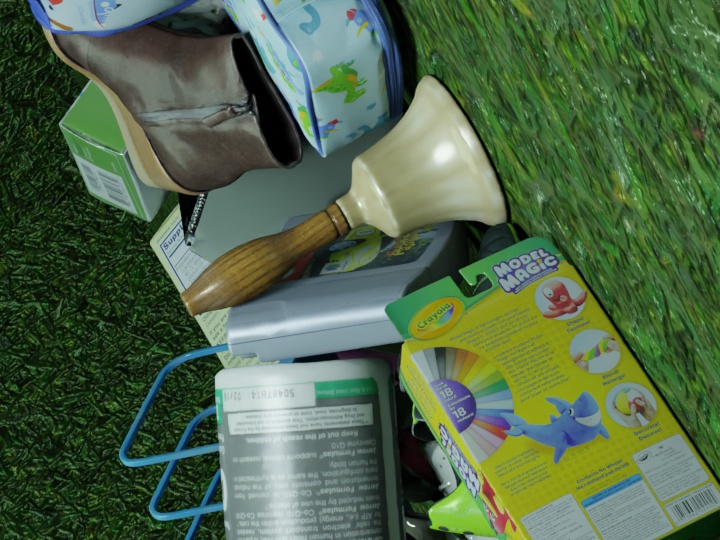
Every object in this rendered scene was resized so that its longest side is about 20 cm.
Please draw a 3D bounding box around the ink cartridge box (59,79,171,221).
[{"bbox_3d":[-0.137,-0.148,1.979,0.059,0.200,0.104,25,159,19],"label":"ink cartridge box"}]

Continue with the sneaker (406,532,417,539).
[{"bbox_3d":[0.037,0.239,1.687,0.200,0.083,0.072,42,159,32],"label":"sneaker"}]

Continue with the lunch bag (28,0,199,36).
[{"bbox_3d":[-0.120,-0.233,1.535,0.124,0.200,0.170,54,171,21],"label":"lunch bag"}]

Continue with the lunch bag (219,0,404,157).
[{"bbox_3d":[-0.046,-0.181,1.698,0.200,0.082,0.161,59,171,22],"label":"lunch bag"}]

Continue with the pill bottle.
[{"bbox_3d":[-0.028,0.156,1.647,0.113,0.113,0.201,155,111,-83],"label":"pill bottle"}]

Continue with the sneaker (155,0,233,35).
[{"bbox_3d":[-0.114,-0.202,1.833,0.085,0.073,0.201,-165,83,-70],"label":"sneaker"}]

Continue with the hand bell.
[{"bbox_3d":[-0.021,-0.028,1.630,0.104,0.199,0.104,60,173,12],"label":"hand bell"}]

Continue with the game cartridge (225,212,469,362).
[{"bbox_3d":[0.000,0.000,1.689,0.200,0.133,0.041,-63,-35,-66],"label":"game cartridge"}]

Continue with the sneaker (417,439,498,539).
[{"bbox_3d":[0.081,0.133,1.676,0.074,0.088,0.201,-45,-42,-72],"label":"sneaker"}]

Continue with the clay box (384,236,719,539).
[{"bbox_3d":[0.106,0.084,1.493,0.200,0.115,0.048,58,162,27],"label":"clay box"}]

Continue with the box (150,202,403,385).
[{"bbox_3d":[-0.030,0.028,1.981,0.176,0.097,0.200,13,-144,-48],"label":"box"}]

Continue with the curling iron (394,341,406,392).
[{"bbox_3d":[0.050,0.020,1.712,0.200,0.025,0.050,-68,-11,-61],"label":"curling iron"}]

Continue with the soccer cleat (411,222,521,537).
[{"bbox_3d":[0.071,0.062,1.584,0.068,0.081,0.201,88,-178,-64],"label":"soccer cleat"}]

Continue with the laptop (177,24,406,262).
[{"bbox_3d":[-0.054,-0.093,1.867,0.200,0.103,0.178,-105,32,-62],"label":"laptop"}]

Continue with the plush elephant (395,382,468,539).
[{"bbox_3d":[0.073,0.140,1.781,0.155,0.164,0.200,56,177,11],"label":"plush elephant"}]

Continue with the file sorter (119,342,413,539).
[{"bbox_3d":[-0.060,0.159,1.827,0.200,0.122,0.139,64,-152,-26],"label":"file sorter"}]

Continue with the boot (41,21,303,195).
[{"bbox_3d":[-0.125,-0.146,1.758,0.166,0.072,0.201,-9,111,53],"label":"boot"}]
